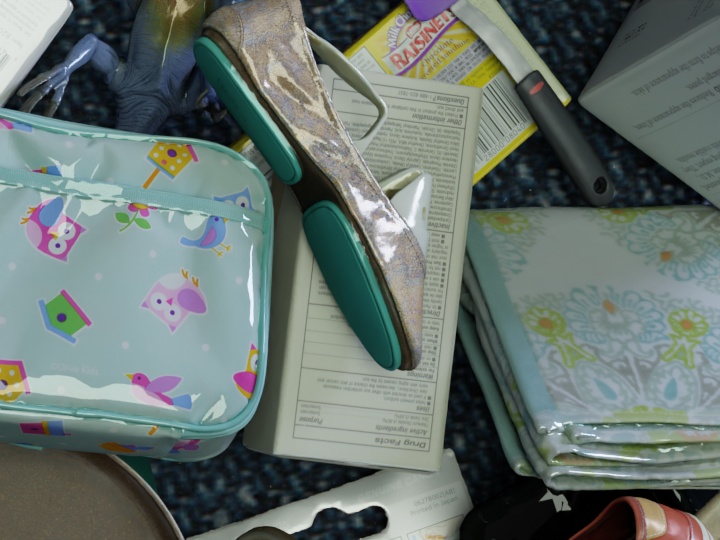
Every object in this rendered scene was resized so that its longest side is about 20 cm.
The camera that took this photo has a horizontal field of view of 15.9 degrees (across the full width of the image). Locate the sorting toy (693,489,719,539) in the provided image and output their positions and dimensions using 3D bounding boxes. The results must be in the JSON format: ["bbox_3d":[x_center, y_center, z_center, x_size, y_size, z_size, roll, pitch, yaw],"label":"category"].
[{"bbox_3d":[0.195,0.235,1.341,0.185,0.036,0.200,44,96,-5],"label":"sorting toy"}]

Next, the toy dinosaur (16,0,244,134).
[{"bbox_3d":[-0.088,-0.110,1.342,0.105,0.200,0.182,25,122,10],"label":"toy dinosaur"}]

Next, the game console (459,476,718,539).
[{"bbox_3d":[0.172,0.168,1.409,0.175,0.116,0.200,-32,95,5],"label":"game console"}]

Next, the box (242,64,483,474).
[{"bbox_3d":[0.000,0.000,1.334,0.095,0.078,0.201,8,88,-16],"label":"box"}]

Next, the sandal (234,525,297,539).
[{"bbox_3d":[-0.080,0.227,1.318,0.082,0.055,0.200,34,97,17],"label":"sandal"}]

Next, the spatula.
[{"bbox_3d":[0.077,-0.116,1.387,0.056,0.021,0.200,-40,100,-19],"label":"spatula"}]

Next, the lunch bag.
[{"bbox_3d":[-0.143,0.003,1.242,0.199,0.077,0.161,9,73,-14],"label":"lunch bag"}]

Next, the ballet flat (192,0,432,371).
[{"bbox_3d":[-0.005,-0.048,1.260,0.067,0.068,0.201,-33,99,-19],"label":"ballet flat"}]

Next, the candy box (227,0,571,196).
[{"bbox_3d":[0.010,-0.069,1.391,0.200,0.026,0.102,-40,97,-13],"label":"candy box"}]

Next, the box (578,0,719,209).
[{"bbox_3d":[0.244,-0.150,1.353,0.130,0.200,0.199,34,71,-11],"label":"box"}]

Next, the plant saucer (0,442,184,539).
[{"bbox_3d":[-0.175,0.167,1.301,0.199,0.032,0.201,2,102,8],"label":"plant saucer"}]

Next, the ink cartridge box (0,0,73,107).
[{"bbox_3d":[-0.251,-0.087,1.303,0.117,0.067,0.200,38,79,-10],"label":"ink cartridge box"}]

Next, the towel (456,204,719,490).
[{"bbox_3d":[0.141,0.037,1.355,0.170,0.200,0.048,1,131,-17],"label":"towel"}]

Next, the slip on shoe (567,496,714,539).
[{"bbox_3d":[0.091,0.186,1.311,0.200,0.074,0.061,-43,124,15],"label":"slip on shoe"}]

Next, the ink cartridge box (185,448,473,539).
[{"bbox_3d":[0.008,0.217,1.380,0.160,0.050,0.201,-18,78,-14],"label":"ink cartridge box"}]

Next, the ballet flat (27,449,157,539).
[{"bbox_3d":[-0.154,0.059,1.330,0.073,0.073,0.201,-14,98,-14],"label":"ballet flat"}]
